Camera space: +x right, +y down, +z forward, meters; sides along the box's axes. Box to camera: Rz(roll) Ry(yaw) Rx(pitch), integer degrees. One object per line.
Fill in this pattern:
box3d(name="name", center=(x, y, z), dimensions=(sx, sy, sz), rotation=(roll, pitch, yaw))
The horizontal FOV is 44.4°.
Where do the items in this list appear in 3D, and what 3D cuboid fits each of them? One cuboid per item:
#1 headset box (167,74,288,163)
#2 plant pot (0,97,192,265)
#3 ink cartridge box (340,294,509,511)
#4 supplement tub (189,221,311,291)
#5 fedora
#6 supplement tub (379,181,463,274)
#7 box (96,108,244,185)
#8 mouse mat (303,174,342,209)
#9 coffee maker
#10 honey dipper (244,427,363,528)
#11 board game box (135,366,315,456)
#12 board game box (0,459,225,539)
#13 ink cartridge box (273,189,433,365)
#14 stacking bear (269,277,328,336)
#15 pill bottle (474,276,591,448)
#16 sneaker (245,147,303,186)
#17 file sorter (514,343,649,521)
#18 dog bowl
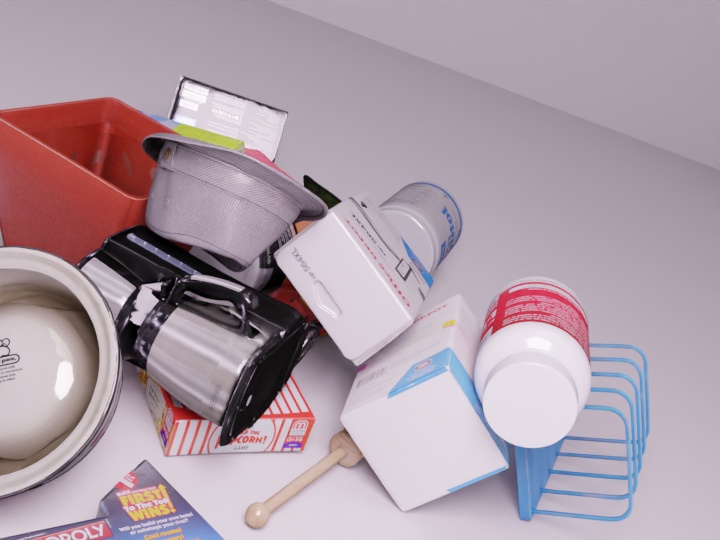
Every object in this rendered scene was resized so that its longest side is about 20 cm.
box3d(name="headset box", center=(-0.221, -0.228, 1.421), dimensions=(0.173, 0.094, 0.200), rotation=(17, -1, -13))
box3d(name="plant pot", center=(-0.292, -0.068, 1.008), dimensions=(0.199, 0.177, 0.200), rotation=(29, 25, 15))
box3d(name="ink cartridge box", center=(0.079, 0.130, 0.945), dimensions=(0.126, 0.128, 0.200), rotation=(57, 21, -13))
box3d(name="supplement tub", center=(-0.127, -0.040, 1.165), dimensions=(0.122, 0.123, 0.200), rotation=(32, 25, 18))
box3d(name="fedora", center=(-0.136, -0.056, 0.844), dimensions=(0.199, 0.091, 0.177), rotation=(19, -8, 41))
box3d(name="supplement tub", center=(0.078, -0.056, 1.369), dimensions=(0.131, 0.133, 0.200), rotation=(27, 25, 9))
box3d(name="box", center=(-0.265, -0.149, 1.147), dimensions=(0.199, 0.048, 0.122), rotation=(18, 43, 17))
box3d(name="mouse mat", center=(-0.011, -0.032, 1.235), dimensions=(0.008, 0.162, 0.200), rotation=(-35, 55, -23))
box3d(name="coffee maker", center=(-0.164, 0.057, 0.852), dimensions=(0.199, 0.135, 0.192), rotation=(28, 1, 11))
box3d(name="honey dipper", center=(-0.045, 0.200, 0.865), dimensions=(0.038, 0.038, 0.200), rotation=(33, 30, 20))
box3d(name="board game box", center=(-0.154, 0.109, 0.930), dimensions=(0.150, 0.047, 0.200), rotation=(5, 31, -32))
box3d(name="board game box", center=(-0.170, 0.235, 0.647), dimensions=(0.199, 0.062, 0.200), rotation=(0, 33, -42))
box3d(name="ink cartridge box", center=(0.000, 0.000, 0.979), dimensions=(0.146, 0.084, 0.200), rotation=(53, 15, -3))
box3d(name="stacking bear", center=(-0.052, 0.033, 1.104), dimensions=(0.122, 0.114, 0.200), rotation=(54, 38, 0))
box3d(name="pill bottle", center=(0.171, 0.089, 0.873), dimensions=(0.112, 0.113, 0.200), rotation=(25, 22, 4))
box3d(name="sneaker", center=(-0.134, -0.135, 1.271), dimensions=(0.200, 0.073, 0.087), rotation=(27, 36, -57))
box3d(name="file sorter", center=(0.256, 0.175, 1.001), dimensions=(0.122, 0.140, 0.200), rotation=(-1, 15, 24))
box3d(name="dog bowl", center=(-0.285, 0.087, 0.713), dimensions=(0.199, 0.201, 0.074), rotation=(28, -17, 10))
